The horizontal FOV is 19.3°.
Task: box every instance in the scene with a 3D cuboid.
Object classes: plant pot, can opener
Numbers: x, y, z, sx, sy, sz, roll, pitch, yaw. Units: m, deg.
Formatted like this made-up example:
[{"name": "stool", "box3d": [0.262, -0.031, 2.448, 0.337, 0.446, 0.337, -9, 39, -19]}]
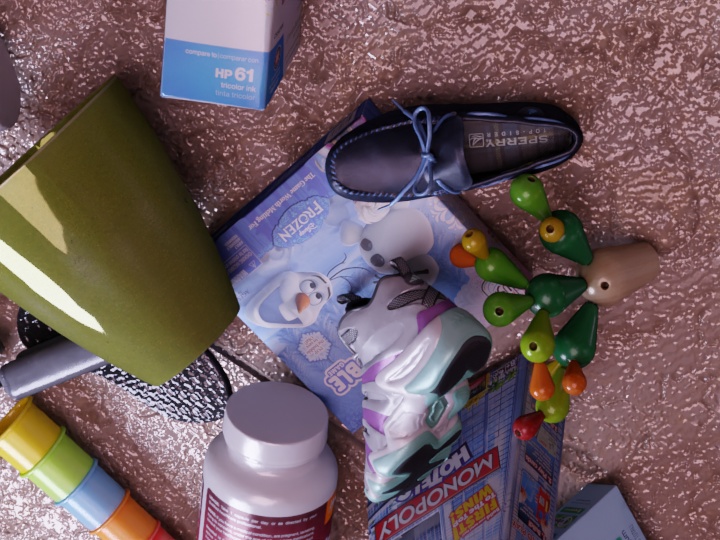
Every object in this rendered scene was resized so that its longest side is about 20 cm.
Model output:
[{"name": "plant pot", "box3d": [-0.192, -0.015, 1.643, 0.187, 0.187, 0.200, -38, 101, 22]}, {"name": "can opener", "box3d": [-0.281, 0.068, 1.749, 0.199, 0.053, 0.067, -22, 102, 28]}]

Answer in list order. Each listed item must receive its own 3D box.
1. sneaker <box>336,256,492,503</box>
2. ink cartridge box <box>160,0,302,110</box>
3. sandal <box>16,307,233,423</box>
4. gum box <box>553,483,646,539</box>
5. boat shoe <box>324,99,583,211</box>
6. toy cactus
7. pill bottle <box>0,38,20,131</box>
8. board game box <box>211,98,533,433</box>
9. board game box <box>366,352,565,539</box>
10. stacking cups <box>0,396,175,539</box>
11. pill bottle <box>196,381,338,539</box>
[{"name": "sneaker", "box3d": [0.020, 0.075, 1.658, 0.140, 0.077, 0.201, 47, 131, 28]}, {"name": "ink cartridge box", "box3d": [-0.088, -0.239, 1.553, 0.084, 0.145, 0.201, 8, 115, 6]}, {"name": "sandal", "box3d": [-0.190, 0.062, 1.766, 0.199, 0.048, 0.076, 24, 118, 12]}, {"name": "gum box", "box3d": [0.171, 0.302, 1.735, 0.044, 0.200, 0.171, -5, 119, 59]}, {"name": "boat shoe", "box3d": [0.071, -0.098, 1.606, 0.198, 0.069, 0.085, -16, 99, -5]}, {"name": "toy cactus", "box3d": [0.156, 0.018, 1.639, 0.102, 0.164, 0.202, -2, 104, 58]}, {"name": "pill bottle", "box3d": [-0.375, -0.127, 1.665, 0.199, 0.120, 0.120, -16, 111, 15]}, {"name": "board game box", "box3d": [0.000, 0.000, 1.702, 0.200, 0.043, 0.199, -40, 103, 22]}, {"name": "board game box", "box3d": [0.081, 0.192, 1.685, 0.199, 0.201, 0.062, -34, 121, 21]}, {"name": "stacking cups", "box3d": [-0.228, 0.192, 1.819, 0.200, 0.061, 0.060, 42, 114, -12]}, {"name": "pill bottle", "box3d": [-0.078, 0.198, 1.755, 0.112, 0.113, 0.201, 11, 123, 4]}]
